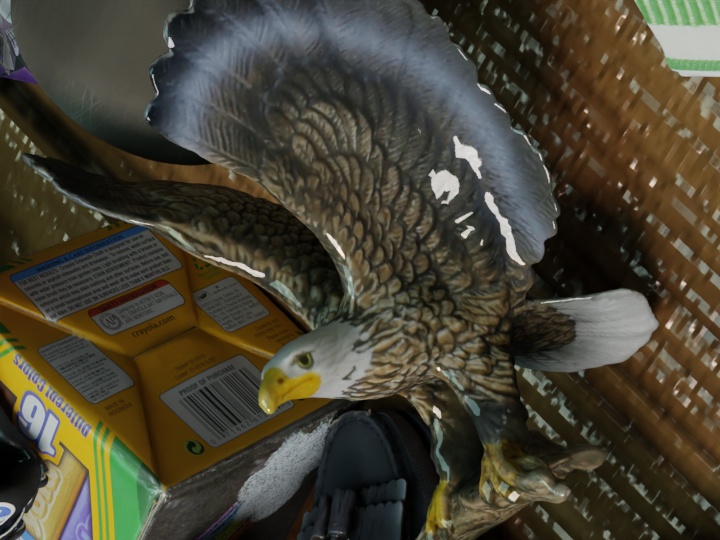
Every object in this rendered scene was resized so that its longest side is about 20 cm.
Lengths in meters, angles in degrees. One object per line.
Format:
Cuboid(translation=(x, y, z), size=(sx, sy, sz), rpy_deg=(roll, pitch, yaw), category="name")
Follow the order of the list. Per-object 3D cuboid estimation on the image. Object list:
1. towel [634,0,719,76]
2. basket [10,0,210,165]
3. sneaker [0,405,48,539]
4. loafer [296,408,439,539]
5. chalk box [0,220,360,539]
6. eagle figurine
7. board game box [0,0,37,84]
Cuboid(translation=(0.119, -0.127, 0.710), size=(0.152, 0.023, 0.200), rpy_deg=(7, 145, 40), category="towel")
Cuboid(translation=(-0.036, -0.138, 0.838), size=(0.200, 0.135, 0.181), rpy_deg=(-54, 43, 46), category="basket")
Cuboid(translation=(-0.165, 0.098, 0.915), size=(0.089, 0.078, 0.202), rpy_deg=(11, 114, 41), category="sneaker")
Cuboid(translation=(0.002, 0.141, 0.905), size=(0.072, 0.063, 0.202), rpy_deg=(-28, 57, 42), category="loafer")
Cuboid(translation=(-0.111, 0.096, 1.004), size=(0.124, 0.124, 0.201), rpy_deg=(43, 129, 20), category="chalk box")
Cuboid(translation=(-0.002, 0.001, 0.822), size=(0.151, 0.151, 0.201), rpy_deg=(-34, 86, 8), category="eagle figurine")
Cuboid(translation=(-0.123, -0.172, 0.976), size=(0.119, 0.032, 0.202), rpy_deg=(11, 114, 34), category="board game box")
